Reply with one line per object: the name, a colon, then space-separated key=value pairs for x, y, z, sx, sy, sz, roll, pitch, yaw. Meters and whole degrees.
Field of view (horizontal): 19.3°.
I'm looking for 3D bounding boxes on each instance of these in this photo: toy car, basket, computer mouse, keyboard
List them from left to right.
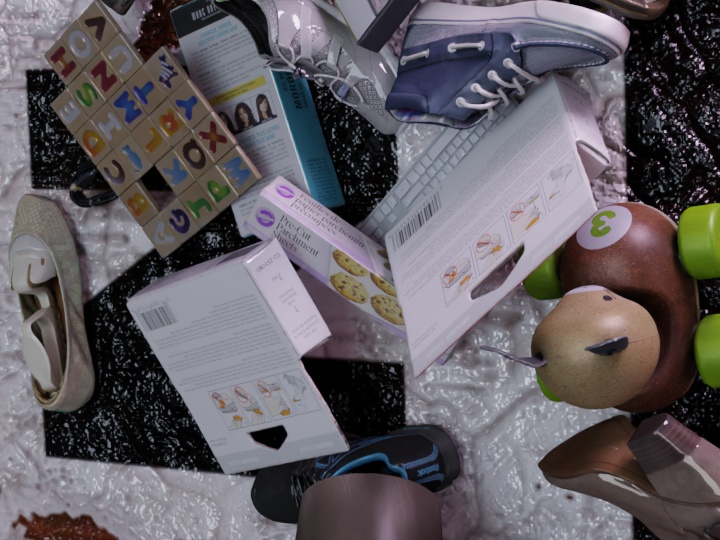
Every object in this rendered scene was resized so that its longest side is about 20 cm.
computer mouse: x=-0.205 y=-0.112 z=1.819 sx=0.059 sy=0.034 sz=0.200 roll=54 pitch=133 yaw=11
basket: x=0.004 y=0.269 z=1.624 sx=0.180 sy=0.135 sz=0.201 roll=134 pitch=146 yaw=-52
keyboard: x=0.061 y=-0.068 z=1.700 sx=0.056 sy=0.011 sz=0.200 roll=49 pitch=118 yaw=16
toy car: x=0.171 y=0.036 z=1.536 sx=0.163 sy=0.200 sz=0.159 roll=-8 pitch=93 yaw=31

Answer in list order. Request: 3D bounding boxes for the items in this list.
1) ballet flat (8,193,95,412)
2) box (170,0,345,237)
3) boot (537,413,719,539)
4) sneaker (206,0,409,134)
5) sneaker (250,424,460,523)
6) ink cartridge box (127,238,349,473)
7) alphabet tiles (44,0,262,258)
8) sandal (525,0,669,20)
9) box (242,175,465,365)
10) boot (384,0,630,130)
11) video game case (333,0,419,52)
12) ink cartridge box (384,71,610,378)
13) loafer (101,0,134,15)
ballet flat: x=-0.281 y=0.028 z=1.890 sx=0.067 sy=0.062 sz=0.201 roll=-15 pitch=89 yaw=31
box: x=-0.085 y=-0.135 z=1.756 sx=0.082 sy=0.049 sz=0.201 roll=-19 pitch=87 yaw=32
boot: x=0.231 y=0.179 z=1.593 sx=0.146 sy=0.070 sz=0.200 roll=48 pitch=155 yaw=-9
sneaker: x=-0.042 y=-0.173 z=1.687 sx=0.200 sy=0.082 sz=0.075 roll=43 pitch=152 yaw=10
sneaker: x=-0.019 y=0.169 z=1.739 sx=0.199 sy=0.082 sz=0.074 roll=-18 pitch=90 yaw=33
ink cartridge box: x=-0.091 y=0.074 z=1.747 sx=0.200 sy=0.043 sz=0.174 roll=-17 pitch=106 yaw=54
alphabet tiles: x=-0.183 y=-0.123 z=1.770 sx=0.200 sy=0.008 sz=0.167 roll=53 pitch=139 yaw=-1
sandal: x=0.143 y=-0.219 z=1.593 sx=0.199 sy=0.082 sz=0.055 roll=20 pitch=124 yaw=27
box: x=0.000 y=0.000 z=1.695 sx=0.200 sy=0.039 sz=0.042 roll=36 pitch=125 yaw=4
boot: x=0.109 y=-0.148 z=1.593 sx=0.199 sy=0.073 sz=0.091 roll=6 pitch=74 yaw=44
video game case: x=0.030 y=-0.300 z=1.636 sx=0.200 sy=0.025 sz=0.181 roll=-50 pitch=46 yaw=27
ink cartridge box: x=0.107 y=-0.028 z=1.594 sx=0.200 sy=0.043 sz=0.174 roll=-44 pitch=34 yaw=25
loafer: x=-0.151 y=-0.287 z=1.773 sx=0.199 sy=0.072 sz=0.063 roll=-31 pitch=102 yaw=29
